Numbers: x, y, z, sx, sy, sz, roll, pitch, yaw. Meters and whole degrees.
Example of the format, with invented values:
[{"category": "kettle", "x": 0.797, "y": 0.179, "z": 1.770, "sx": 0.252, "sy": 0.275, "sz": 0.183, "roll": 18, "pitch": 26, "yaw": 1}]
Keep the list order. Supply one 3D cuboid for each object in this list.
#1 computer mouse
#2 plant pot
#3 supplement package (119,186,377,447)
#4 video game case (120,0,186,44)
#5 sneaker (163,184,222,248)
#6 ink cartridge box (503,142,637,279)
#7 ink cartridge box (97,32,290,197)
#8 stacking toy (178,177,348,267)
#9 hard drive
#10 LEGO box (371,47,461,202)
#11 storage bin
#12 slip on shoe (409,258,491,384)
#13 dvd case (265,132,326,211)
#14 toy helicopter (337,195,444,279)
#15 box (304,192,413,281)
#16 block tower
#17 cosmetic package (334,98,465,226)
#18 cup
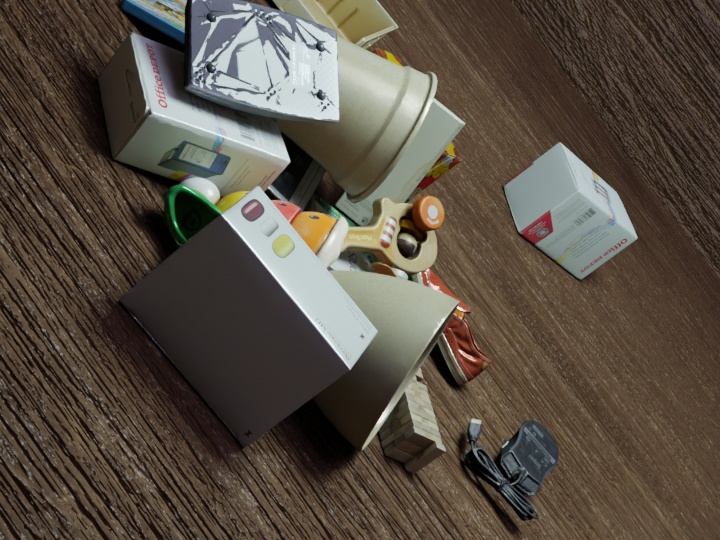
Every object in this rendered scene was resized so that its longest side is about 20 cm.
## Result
[{"category": "computer mouse", "x": 0.193, "y": 0.247, "z": 1.747, "sx": 0.140, "sy": 0.046, "sz": 0.200, "roll": 45, "pitch": 29, "yaw": -4}, {"category": "plant pot", "x": -0.033, "y": -0.219, "z": 1.690, "sx": 0.183, "sy": 0.201, "sz": 0.201, "roll": 31, "pitch": 29, "yaw": -15}, {"category": "supplement package", "x": -0.112, "y": 0.046, "z": 1.332, "sx": 0.200, "sy": 0.156, "sz": 0.111, "roll": 50, "pitch": 24, "yaw": -5}, {"category": "video game case", "x": -0.225, "y": -0.346, "z": 1.786, "sx": 0.143, "sy": 0.018, "sz": 0.200, "roll": 30, "pitch": 24, "yaw": 4}, {"category": "sneaker", "x": -0.156, "y": -0.012, "z": 1.419, "sx": 0.200, "sy": 0.074, "sz": 0.084, "roll": 49, "pitch": -4, "yaw": 13}, {"category": "ink cartridge box", "x": 0.400, "y": -0.111, "z": 2.481, "sx": 0.200, "sy": 0.145, "sz": 0.145, "roll": 35, "pitch": 29, "yaw": -36}, {"category": "ink cartridge box", "x": -0.199, "y": -0.179, "z": 1.543, "sx": 0.200, "sy": 0.088, "sz": 0.146, "roll": 19, "pitch": 39, "yaw": -39}, {"category": "stacking toy", "x": -0.127, "y": -0.044, "z": 1.504, "sx": 0.200, "sy": 0.146, "sz": 0.146, "roll": 33, "pitch": 26, "yaw": -3}, {"category": "hard drive", "x": -0.118, "y": -0.245, "z": 1.537, "sx": 0.200, "sy": 0.042, "sz": 0.135, "roll": 9, "pitch": 69, "yaw": -32}, {"category": "LEGO box", "x": 0.033, "y": -0.206, "z": 1.949, "sx": 0.200, "sy": 0.149, "sz": 0.077, "roll": 60, "pitch": 22, "yaw": 17}, {"category": "storage bin", "x": -0.057, "y": -0.449, "z": 2.197, "sx": 0.200, "sy": 0.094, "sz": 0.199, "roll": 51, "pitch": 24, "yaw": -2}, {"category": "slip on shoe", "x": 0.122, "y": 0.058, "z": 1.809, "sx": 0.200, "sy": 0.061, "sz": 0.074, "roll": 65, "pitch": 8, "yaw": 5}, {"category": "dvd case", "x": -0.129, "y": -0.180, "z": 1.717, "sx": 0.200, "sy": 0.025, "sz": 0.150, "roll": 44, "pitch": 47, "yaw": -19}, {"category": "toy helicopter", "x": 0.022, "y": -0.030, "z": 1.698, "sx": 0.200, "sy": 0.079, "sz": 0.133, "roll": 1, "pitch": 83, "yaw": -40}, {"category": "box", "x": 0.000, "y": 0.000, "z": 1.745, "sx": 0.200, "sy": 0.036, "sz": 0.145, "roll": 38, "pitch": 27, "yaw": -32}, {"category": "block tower", "x": 0.045, "y": 0.147, "z": 1.600, "sx": 0.058, "sy": 0.054, "sz": 0.200, "roll": 28, "pitch": 33, "yaw": -41}, {"category": "cosmetic package", "x": 0.056, "y": -0.149, "z": 1.822, "sx": 0.073, "sy": 0.200, "sz": 0.104, "roll": 39, "pitch": 10, "yaw": 2}, {"category": "cup", "x": -0.002, "y": 0.081, "z": 1.464, "sx": 0.143, "sy": 0.201, "sz": 0.200, "roll": 33, "pitch": 23, "yaw": 7}]
